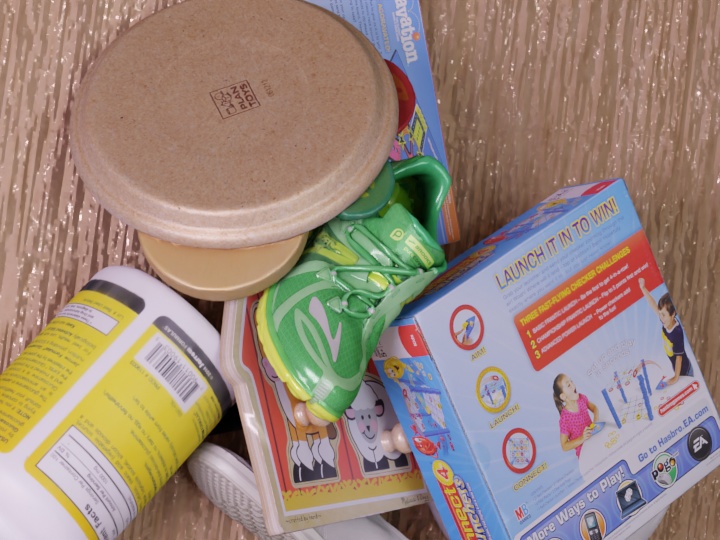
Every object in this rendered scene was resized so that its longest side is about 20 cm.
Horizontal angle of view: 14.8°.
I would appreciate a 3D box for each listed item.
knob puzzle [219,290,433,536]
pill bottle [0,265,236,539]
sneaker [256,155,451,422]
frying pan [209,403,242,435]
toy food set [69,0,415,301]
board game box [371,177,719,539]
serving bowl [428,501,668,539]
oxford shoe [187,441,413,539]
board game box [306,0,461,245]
[{"bbox_3d":[-0.017,0.047,1.641,0.220,0.030,0.220,32,50,-48],"label":"knob puzzle"},{"bbox_3d":[-0.169,0.102,1.583,0.200,0.112,0.112,-48,113,-21],"label":"pill bottle"},{"bbox_3d":[0.000,0.000,1.594,0.074,0.084,0.200,41,44,-21],"label":"sneaker"},{"bbox_3d":[-0.029,0.095,1.713,0.190,0.031,0.115,-33,104,-26],"label":"frying pan"},{"bbox_3d":[-0.069,-0.085,1.618,0.198,0.200,0.049,-34,147,-19],"label":"toy food set"},{"bbox_3d":[0.117,0.074,1.698,0.200,0.056,0.196,-32,104,-37],"label":"board game box"},{"bbox_3d":[0.137,0.109,1.797,0.200,0.066,0.200,-1,91,-32],"label":"serving bowl"},{"bbox_3d":[-0.028,0.149,1.693,0.200,0.075,0.058,37,77,-33],"label":"oxford shoe"},{"bbox_3d":[0.001,-0.106,1.737,0.103,0.019,0.200,-14,98,-29],"label":"board game box"}]
